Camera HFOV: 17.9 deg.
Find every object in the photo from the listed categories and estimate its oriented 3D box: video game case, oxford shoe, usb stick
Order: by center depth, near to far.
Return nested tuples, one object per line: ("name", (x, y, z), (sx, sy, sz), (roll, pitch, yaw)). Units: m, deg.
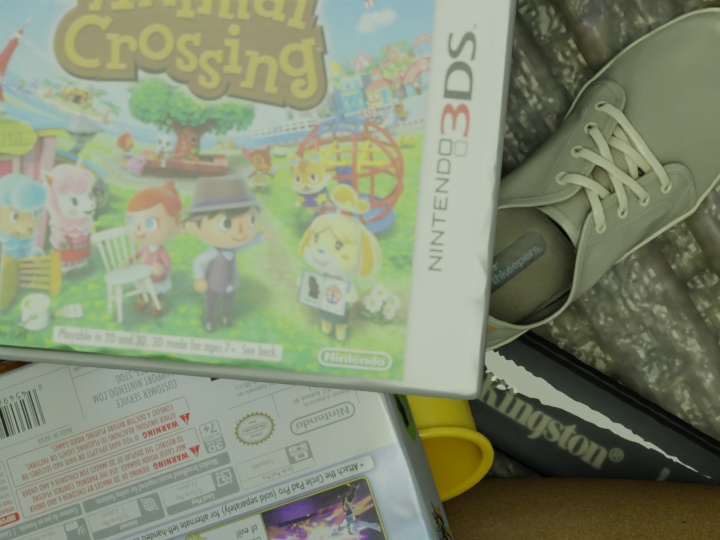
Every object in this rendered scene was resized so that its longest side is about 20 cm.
("video game case", (-0.048, -0.052, 0.826), (0.199, 0.022, 0.183), (5, 93, 1))
("video game case", (-0.066, 0.112, 0.875), (0.200, 0.045, 0.182), (-19, 82, 10))
("oxford shoe", (0.105, -0.038, 0.993), (0.200, 0.058, 0.075), (-42, 89, -8))
("usb stick", (0.077, 0.059, 1.029), (0.200, 0.033, 0.056), (30, 96, -3))

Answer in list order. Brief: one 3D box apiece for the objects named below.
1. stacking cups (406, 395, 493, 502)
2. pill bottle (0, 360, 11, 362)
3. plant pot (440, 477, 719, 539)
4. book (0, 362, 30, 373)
("stacking cups", (0.000, 0.000, 0.959), (0.060, 0.061, 0.200), (-19, 58, 4))
("pill bottle", (-0.123, -0.021, 0.919), (0.200, 0.113, 0.113), (-2, 99, -37))
("plant pot", (0.114, 0.161, 0.965), (0.199, 0.186, 0.187), (-13, 97, 1))
("book", (-0.110, 0.061, 0.973), (0.200, 0.134, 0.048), (49, 140, 9))
